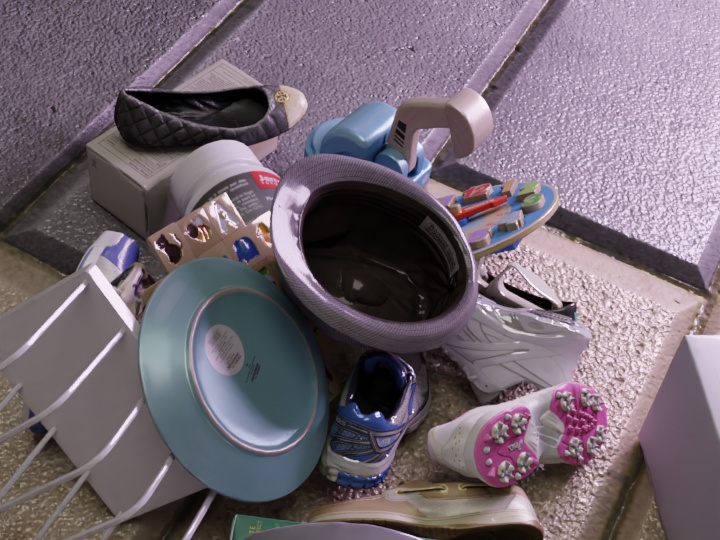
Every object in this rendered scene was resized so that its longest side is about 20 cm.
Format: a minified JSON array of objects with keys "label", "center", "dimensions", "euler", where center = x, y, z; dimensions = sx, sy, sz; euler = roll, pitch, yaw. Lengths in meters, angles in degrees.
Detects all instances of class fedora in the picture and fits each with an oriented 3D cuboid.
[{"label":"fedora","center":[0.000,0.000,1.010],"dimensions":[0.198,0.090,0.179],"euler":[14,56,-20]}]

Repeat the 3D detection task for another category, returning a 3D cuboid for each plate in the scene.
[{"label":"plate","center":[-0.089,0.082,0.938],"dimensions":[0.199,0.025,0.202],"euler":[25,54,-40]}]

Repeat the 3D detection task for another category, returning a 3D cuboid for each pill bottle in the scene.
[{"label":"pill bottle","center":[-0.103,-0.028,1.142],"dimensions":[0.113,0.115,0.201],"euler":[-19,54,-22]}]

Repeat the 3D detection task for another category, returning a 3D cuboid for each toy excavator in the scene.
[{"label":"toy excavator","center":[0.030,-0.124,1.185],"dimensions":[0.193,0.201,0.100],"euler":[33,53,21]}]

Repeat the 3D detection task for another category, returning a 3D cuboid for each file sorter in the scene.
[{"label":"file sorter","center":[-0.215,0.128,0.891],"dimensions":[0.201,0.138,0.125],"euler":[56,30,-15]}]

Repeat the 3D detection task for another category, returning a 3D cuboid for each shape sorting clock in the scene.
[{"label":"shape sorting clock","center":[0.096,-0.044,1.146],"dimensions":[0.198,0.040,0.200],"euler":[-19,13,5]}]

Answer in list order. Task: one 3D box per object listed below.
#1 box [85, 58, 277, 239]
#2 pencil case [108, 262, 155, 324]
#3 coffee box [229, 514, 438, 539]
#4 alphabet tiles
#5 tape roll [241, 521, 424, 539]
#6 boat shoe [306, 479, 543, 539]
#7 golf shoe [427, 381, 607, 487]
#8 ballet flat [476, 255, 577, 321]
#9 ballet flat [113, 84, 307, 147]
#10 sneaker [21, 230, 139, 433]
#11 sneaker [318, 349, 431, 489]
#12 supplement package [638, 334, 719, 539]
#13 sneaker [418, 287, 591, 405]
[{"label":"box","center":[-0.184,-0.131,1.247],"dimensions":[0.095,0.078,0.200],"euler":[36,54,22]},{"label":"pencil case","center":[-0.149,0.087,0.969],"dimensions":[0.078,0.089,0.201],"euler":[-44,106,-16]},{"label":"coffee box","center":[-0.004,0.246,0.910],"dimensions":[0.197,0.124,0.044],"euler":[8,51,-2]},{"label":"alphabet tiles","center":[-0.093,0.040,0.987],"dimensions":[0.166,0.006,0.201],"euler":[-38,99,-46]},{"label":"tape roll","center":[-0.012,0.259,0.842],"dimensions":[0.197,0.202,0.067],"euler":[6,47,-1]},{"label":"boat shoe","center":[0.050,0.212,0.987],"dimensions":[0.197,0.075,0.067],"euler":[2,33,-4]},{"label":"golf shoe","center":[0.141,0.139,1.041],"dimensions":[0.199,0.076,0.091],"euler":[-2,-2,-45]},{"label":"ballet flat","center":[0.126,0.013,1.163],"dimensions":[0.198,0.069,0.068],"euler":[26,26,14]},{"label":"ballet flat","center":[-0.147,-0.160,1.187],"dimensions":[0.197,0.057,0.067],"euler":[-9,54,-17]},{"label":"sneaker","center":[-0.218,0.071,1.074],"dimensions":[0.114,0.081,0.201],"euler":[14,55,1]},{"label":"sneaker","center":[0.025,0.105,1.042],"dimensions":[0.076,0.086,0.200],"euler":[16,30,7]},{"label":"supplement package","center":[0.323,0.178,0.985],"dimensions":[0.109,0.157,0.202],"euler":[-1,49,-7]},{"label":"sneaker","center":[0.108,0.072,1.098],"dimensions":[0.198,0.101,0.078],"euler":[16,6,15]}]
